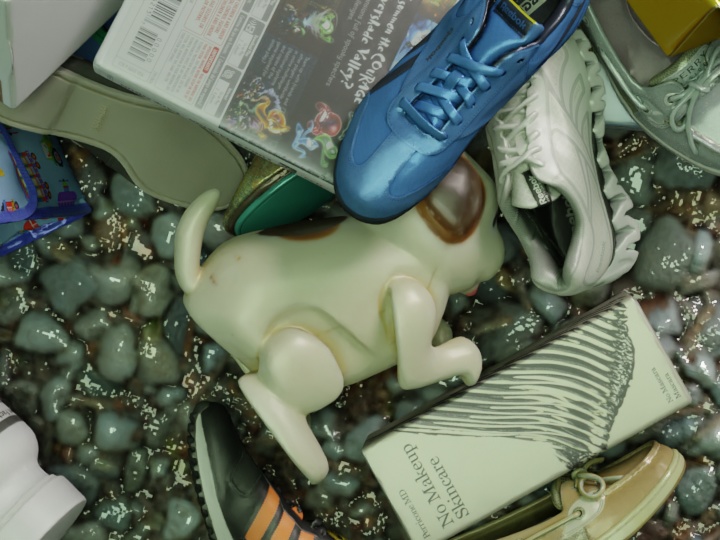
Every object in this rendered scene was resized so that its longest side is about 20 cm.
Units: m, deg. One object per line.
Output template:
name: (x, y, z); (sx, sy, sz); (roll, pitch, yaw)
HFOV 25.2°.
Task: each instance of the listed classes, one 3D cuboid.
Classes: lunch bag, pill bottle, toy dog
lunch bag: (-0.263, -0.086, 1.003); (0.094, 0.200, 0.151); (-25, 89, 6)
pill bottle: (-0.284, 0.119, 1.051); (0.200, 0.116, 0.116); (41, 94, 4)
toy dog: (0.000, 0.000, 1.011); (0.200, 0.140, 0.194); (-36, 95, 0)

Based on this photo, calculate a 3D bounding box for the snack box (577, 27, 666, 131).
snack box: (0.187, -0.161, 1.030); (0.198, 0.053, 0.143); (5, 92, 7)

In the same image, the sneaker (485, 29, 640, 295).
sneaker: (0.108, -0.080, 0.971); (0.075, 0.081, 0.201); (-17, 95, 37)

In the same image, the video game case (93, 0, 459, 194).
video game case: (-0.033, -0.165, 0.949); (0.181, 0.023, 0.201); (26, 80, -5)

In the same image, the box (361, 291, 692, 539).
box: (0.105, 0.096, 1.034); (0.199, 0.068, 0.082); (-31, 89, 5)

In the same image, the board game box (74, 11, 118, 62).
board game box: (-0.149, -0.213, 1.073); (0.158, 0.039, 0.200); (-39, 81, 9)

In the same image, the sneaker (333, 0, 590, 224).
sneaker: (0.057, -0.112, 0.905); (0.066, 0.078, 0.200); (42, 80, 2)

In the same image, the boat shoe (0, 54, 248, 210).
boat shoe: (-0.158, -0.101, 1.035); (0.199, 0.057, 0.067); (24, 113, -34)

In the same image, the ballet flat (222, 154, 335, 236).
ballet flat: (-0.010, -0.093, 1.051); (0.199, 0.071, 0.071); (-32, 88, 6)

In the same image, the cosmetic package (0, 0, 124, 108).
cosmetic package: (-0.169, -0.202, 0.956); (0.074, 0.102, 0.200); (34, 58, 12)

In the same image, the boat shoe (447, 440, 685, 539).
boat shoe: (0.115, 0.163, 1.035); (0.200, 0.073, 0.063); (-35, 92, 13)

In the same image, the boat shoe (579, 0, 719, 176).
boat shoe: (0.176, -0.141, 0.971); (0.074, 0.065, 0.202); (-37, 86, 6)

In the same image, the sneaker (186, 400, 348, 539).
sneaker: (-0.052, 0.175, 1.059); (0.089, 0.070, 0.201); (-17, 89, -9)

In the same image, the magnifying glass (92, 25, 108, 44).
magnifying glass: (-0.095, -0.151, 1.029); (0.199, 0.022, 0.080); (29, 94, 14)

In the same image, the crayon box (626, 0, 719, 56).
crayon box: (0.192, -0.204, 0.941); (0.126, 0.051, 0.201); (-21, 72, -37)
